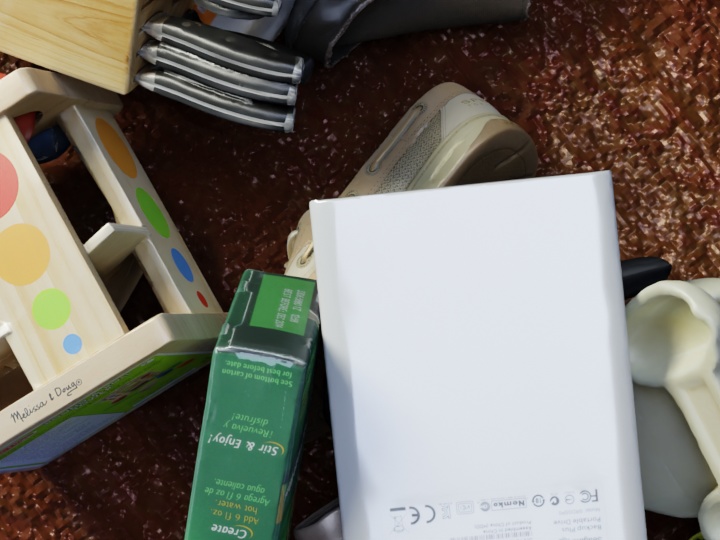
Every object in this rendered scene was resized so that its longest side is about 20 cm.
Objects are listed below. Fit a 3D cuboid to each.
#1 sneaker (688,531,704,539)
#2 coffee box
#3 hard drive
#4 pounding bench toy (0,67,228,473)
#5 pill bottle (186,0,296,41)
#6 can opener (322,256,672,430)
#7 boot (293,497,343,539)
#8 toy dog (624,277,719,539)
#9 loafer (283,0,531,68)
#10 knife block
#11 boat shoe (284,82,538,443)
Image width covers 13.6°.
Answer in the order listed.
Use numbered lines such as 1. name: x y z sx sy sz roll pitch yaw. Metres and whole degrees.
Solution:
1. sneaker: 0.153 0.157 1.391 0.199 0.074 0.085 11 65 -27
2. coffee box: -0.052 0.111 1.339 0.044 0.123 0.201 10 106 1
3. hard drive: 0.053 0.063 1.308 0.131 0.027 0.201 -6 92 3
4. pounding bench toy: -0.185 0.014 1.382 0.200 0.124 0.156 -32 82 12
5. pill bottle: -0.116 -0.184 1.425 0.200 0.113 0.113 36 81 4
6. can opener: 0.069 0.038 1.402 0.200 0.079 0.064 -11 103 -32
7. boot: 0.017 0.174 1.385 0.200 0.070 0.146 -39 96 -25
8. toy dog: 0.212 0.042 1.386 0.200 0.194 0.140 -30 85 -29
9. loafer: 0.056 -0.149 1.445 0.200 0.073 0.071 -31 81 -7
10. knife block: -0.115 -0.118 1.351 0.200 0.064 0.176 -26 102 36
11. boat shoe: 0.000 0.000 1.430 0.200 0.071 0.065 -48 50 0
